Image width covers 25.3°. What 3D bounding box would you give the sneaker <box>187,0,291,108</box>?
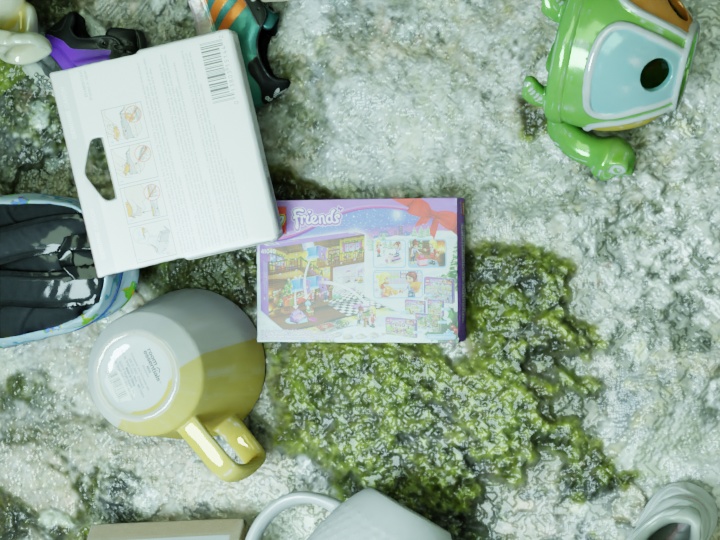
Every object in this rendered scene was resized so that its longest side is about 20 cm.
[{"bbox_3d":[-0.119,-0.255,1.539,0.080,0.071,0.200,-14,94,12],"label":"sneaker"}]

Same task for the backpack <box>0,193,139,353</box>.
[{"bbox_3d":[-0.315,-0.005,1.564,0.200,0.154,0.164,-11,84,33],"label":"backpack"}]

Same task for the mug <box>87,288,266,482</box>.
[{"bbox_3d":[-0.167,0.099,1.511,0.186,0.153,0.150,20,95,13],"label":"mug"}]

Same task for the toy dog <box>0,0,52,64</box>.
[{"bbox_3d":[-0.364,-0.306,1.567,0.139,0.194,0.200,7,83,-13],"label":"toy dog"}]

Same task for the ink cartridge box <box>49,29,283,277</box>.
[{"bbox_3d":[-0.180,-0.109,1.500,0.176,0.045,0.200,-12,95,4],"label":"ink cartridge box"}]

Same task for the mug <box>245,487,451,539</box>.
[{"bbox_3d":[-0.019,0.285,1.481,0.200,0.148,0.176,28,84,20],"label":"mug"}]

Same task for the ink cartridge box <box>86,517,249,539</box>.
[{"bbox_3d":[-0.192,0.332,1.501,0.164,0.200,0.075,-4,132,13],"label":"ink cartridge box"}]

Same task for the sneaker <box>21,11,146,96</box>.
[{"bbox_3d":[-0.231,-0.185,1.565,0.200,0.070,0.100,34,97,11],"label":"sneaker"}]

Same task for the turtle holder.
[{"bbox_3d":[0.220,-0.175,1.412,0.131,0.141,0.186,15,94,13],"label":"turtle holder"}]

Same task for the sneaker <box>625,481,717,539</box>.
[{"bbox_3d":[0.244,0.280,1.433,0.078,0.099,0.200,30,98,12],"label":"sneaker"}]

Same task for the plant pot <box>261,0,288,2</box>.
[{"bbox_3d":[-0.039,-0.345,1.432,0.199,0.200,0.177,-24,105,-16],"label":"plant pot"}]

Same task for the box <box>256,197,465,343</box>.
[{"bbox_3d":[0.000,0.000,1.524,0.200,0.039,0.137,0,91,15],"label":"box"}]
